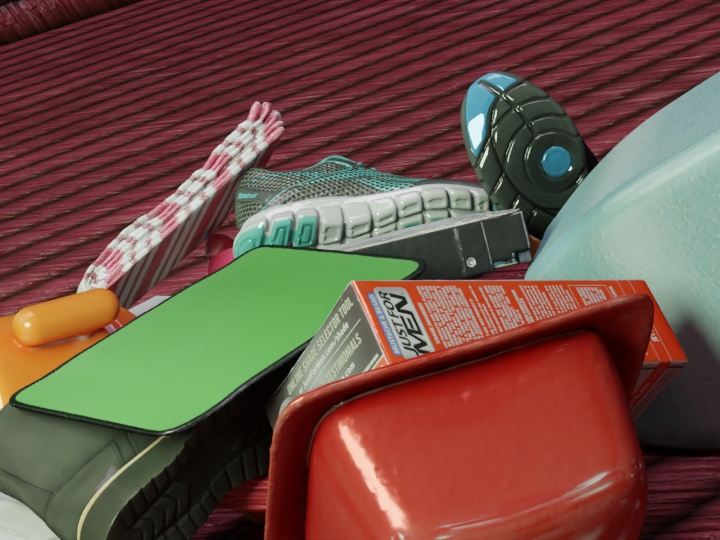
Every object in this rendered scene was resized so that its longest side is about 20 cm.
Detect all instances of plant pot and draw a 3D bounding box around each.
[{"bbox_3d":[0.216,0.000,1.324,0.200,0.196,0.196,-27,11,20],"label":"plant pot"}]

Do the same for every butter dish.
[{"bbox_3d":[0.065,0.129,1.064,0.200,0.199,0.148,-15,58,-14],"label":"butter dish"}]

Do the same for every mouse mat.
[{"bbox_3d":[-0.079,0.035,1.199,0.200,0.008,0.161,-34,25,-33],"label":"mouse mat"}]

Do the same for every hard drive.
[{"bbox_3d":[0.000,0.000,1.360,0.200,0.038,0.140,-13,2,-3],"label":"hard drive"}]

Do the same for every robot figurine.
[{"bbox_3d":[-0.204,0.084,1.383,0.200,0.144,0.117,-12,11,-40],"label":"robot figurine"}]

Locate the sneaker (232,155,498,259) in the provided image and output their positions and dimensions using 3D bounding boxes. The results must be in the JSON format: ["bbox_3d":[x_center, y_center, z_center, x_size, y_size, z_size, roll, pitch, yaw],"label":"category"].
[{"bbox_3d":[0.005,-0.047,1.487,0.200,0.078,0.091,-3,41,-17],"label":"sneaker"}]

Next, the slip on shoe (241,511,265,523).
[{"bbox_3d":[0.013,0.105,1.306,0.200,0.061,0.074,-14,28,-1],"label":"slip on shoe"}]

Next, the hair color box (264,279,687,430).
[{"bbox_3d":[0.063,0.061,1.164,0.200,0.111,0.064,1,50,-34],"label":"hair color box"}]

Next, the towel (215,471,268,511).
[{"bbox_3d":[-0.003,0.080,1.272,0.145,0.022,0.200,1,30,26],"label":"towel"}]

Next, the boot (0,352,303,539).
[{"bbox_3d":[-0.115,0.072,1.214,0.138,0.077,0.200,23,47,38],"label":"boot"}]

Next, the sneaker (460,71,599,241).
[{"bbox_3d":[0.132,-0.047,1.442,0.073,0.200,0.082,-37,12,5],"label":"sneaker"}]

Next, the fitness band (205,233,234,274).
[{"bbox_3d":[-0.035,0.003,1.602,0.144,0.037,0.200,3,-8,12],"label":"fitness band"}]

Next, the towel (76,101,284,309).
[{"bbox_3d":[-0.138,-0.025,1.518,0.200,0.030,0.146,-44,-5,-26],"label":"towel"}]

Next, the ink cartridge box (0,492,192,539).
[{"bbox_3d":[-0.178,0.157,1.255,0.117,0.067,0.200,6,24,44],"label":"ink cartridge box"}]

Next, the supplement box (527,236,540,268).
[{"bbox_3d":[0.221,-0.026,1.616,0.200,0.069,0.067,-18,16,-27],"label":"supplement box"}]

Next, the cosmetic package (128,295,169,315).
[{"bbox_3d":[-0.115,0.065,1.560,0.200,0.052,0.151,1,21,37],"label":"cosmetic package"}]
